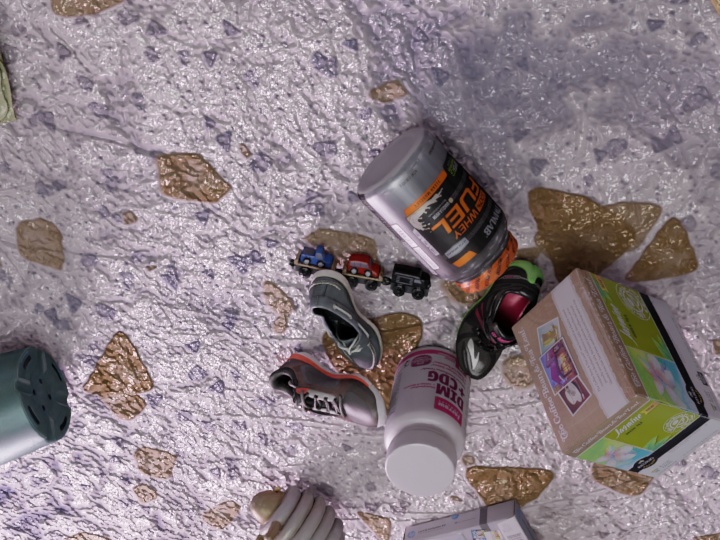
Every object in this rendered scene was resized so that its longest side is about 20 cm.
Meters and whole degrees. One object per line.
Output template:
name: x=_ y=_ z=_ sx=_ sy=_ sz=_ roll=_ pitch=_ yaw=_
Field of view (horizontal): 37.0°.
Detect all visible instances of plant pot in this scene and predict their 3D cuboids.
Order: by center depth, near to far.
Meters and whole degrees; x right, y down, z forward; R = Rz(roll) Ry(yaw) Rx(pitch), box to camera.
plant pot: x=-0.563 y=0.215 z=1.641 sx=0.194 sy=0.201 sz=0.201 roll=-17 pitch=119 yaw=12

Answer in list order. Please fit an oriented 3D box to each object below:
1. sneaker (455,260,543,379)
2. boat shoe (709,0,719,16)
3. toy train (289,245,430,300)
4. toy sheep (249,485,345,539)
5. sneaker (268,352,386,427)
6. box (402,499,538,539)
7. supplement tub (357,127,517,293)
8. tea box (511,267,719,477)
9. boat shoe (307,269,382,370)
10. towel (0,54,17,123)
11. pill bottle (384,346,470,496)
sneaker: x=0.183 y=0.076 z=1.468 sx=0.076 sy=0.084 sz=0.201 roll=21 pitch=124 yaw=-3
boat shoe: x=0.346 y=-0.349 z=1.162 sx=0.199 sy=0.074 sz=0.069 roll=36 pitch=116 yaw=-15
toy train: x=0.000 y=0.000 z=1.481 sx=0.198 sy=0.034 sz=0.046 roll=11 pitch=121 yaw=3
toy sheep: x=-0.093 y=0.421 z=1.717 sx=0.200 sy=0.138 sz=0.138 roll=40 pitch=122 yaw=-7
sneaker: x=-0.052 y=0.185 z=1.533 sx=0.199 sy=0.082 sz=0.078 roll=18 pitch=122 yaw=39
box: x=0.191 y=0.462 z=1.749 sx=0.198 sy=0.041 sz=0.157 roll=-21 pitch=117 yaw=21
supplement tub: x=0.101 y=-0.072 z=1.361 sx=0.122 sy=0.123 sz=0.200 roll=-36 pitch=111 yaw=28
tea box: x=0.328 y=0.133 z=1.373 sx=0.195 sy=0.201 sz=0.134 roll=17 pitch=130 yaw=-36
boat shoe: x=-0.024 y=0.085 z=1.506 sx=0.072 sy=0.062 sz=0.201 roll=-5 pitch=137 yaw=21
towel: x=-0.556 y=-0.257 z=1.410 sx=0.198 sy=0.037 sz=0.150 roll=0 pitch=122 yaw=10
pill bottle: x=0.093 y=0.209 z=1.502 sx=0.112 sy=0.201 sz=0.114 roll=5 pitch=125 yaw=7
